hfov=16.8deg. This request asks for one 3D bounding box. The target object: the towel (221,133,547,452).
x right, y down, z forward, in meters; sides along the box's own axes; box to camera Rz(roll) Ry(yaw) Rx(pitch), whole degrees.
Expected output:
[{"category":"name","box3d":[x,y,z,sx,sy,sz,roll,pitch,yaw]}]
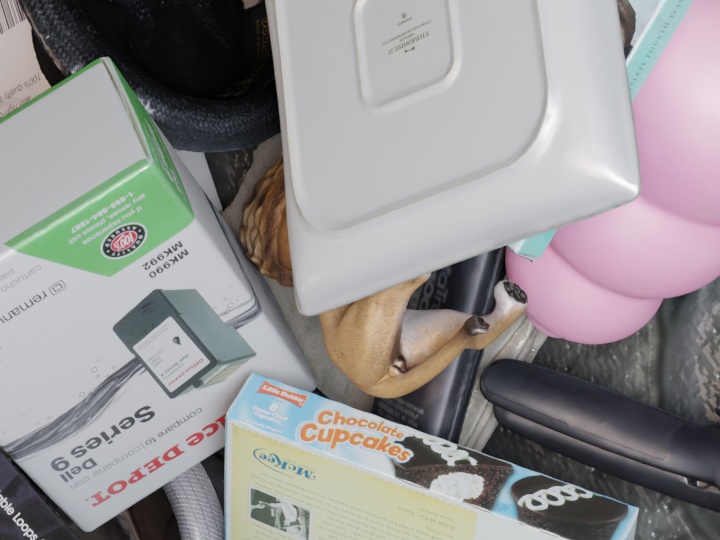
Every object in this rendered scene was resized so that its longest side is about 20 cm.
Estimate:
[{"category":"towel","box3d":[0.009,0.003,1.242,0.200,0.034,0.133,42,116,26]}]

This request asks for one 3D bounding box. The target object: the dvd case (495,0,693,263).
[{"category":"dvd case","box3d":[0.050,-0.120,1.071,0.200,0.022,0.147,47,115,39]}]

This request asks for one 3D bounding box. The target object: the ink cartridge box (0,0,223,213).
[{"category":"ink cartridge box","box3d":[-0.179,-0.095,1.344,0.145,0.084,0.201,-25,79,37]}]

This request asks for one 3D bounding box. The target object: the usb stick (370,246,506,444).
[{"category":"usb stick","box3d":[0.045,0.009,1.172,0.055,0.032,0.201,29,110,42]}]

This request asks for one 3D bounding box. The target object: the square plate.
[{"category":"square plate","box3d":[0.026,-0.099,1.057,0.199,0.028,0.200,-20,70,40]}]

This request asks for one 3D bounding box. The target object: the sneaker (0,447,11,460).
[{"category":"sneaker","box3d":[-0.223,0.100,1.316,0.080,0.070,0.202,38,114,54]}]

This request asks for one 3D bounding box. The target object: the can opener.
[{"category":"can opener","box3d":[0.146,0.083,1.132,0.199,0.079,0.064,12,146,32]}]

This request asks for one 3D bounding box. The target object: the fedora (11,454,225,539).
[{"category":"fedora","box3d":[-0.118,0.146,1.316,0.199,0.090,0.178,28,109,40]}]

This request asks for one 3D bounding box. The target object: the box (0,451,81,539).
[{"category":"box","box3d":[-0.144,0.148,1.185,0.036,0.143,0.200,-40,63,-9]}]

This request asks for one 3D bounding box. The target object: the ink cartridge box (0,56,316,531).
[{"category":"ink cartridge box","box3d":[-0.128,0.017,1.171,0.145,0.200,0.084,-32,49,3]}]

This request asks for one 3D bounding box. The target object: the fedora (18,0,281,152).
[{"category":"fedora","box3d":[-0.114,-0.136,1.243,0.092,0.200,0.202,-41,70,48]}]

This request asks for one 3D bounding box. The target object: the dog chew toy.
[{"category":"dog chew toy","box3d":[0.131,-0.046,1.093,0.125,0.124,0.200,50,129,22]}]

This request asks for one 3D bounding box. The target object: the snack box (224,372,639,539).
[{"category":"snack box","box3d":[0.029,0.131,1.170,0.199,0.037,0.117,19,135,15]}]

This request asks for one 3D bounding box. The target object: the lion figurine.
[{"category":"lion figurine","box3d":[0.000,0.000,1.135,0.123,0.072,0.201,-50,33,25]}]
